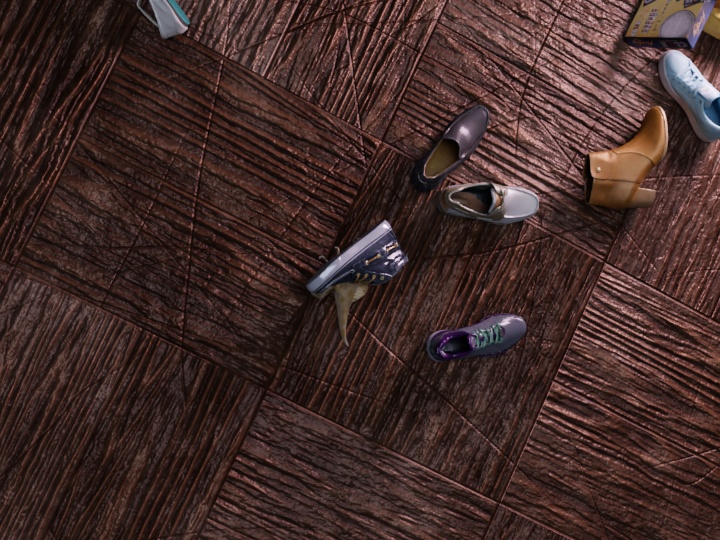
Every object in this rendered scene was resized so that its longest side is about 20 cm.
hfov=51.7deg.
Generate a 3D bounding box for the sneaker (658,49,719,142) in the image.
[{"bbox_3d":[0.656,-0.345,1.432,0.074,0.082,0.201,-37,94,-7],"label":"sneaker"}]

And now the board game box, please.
[{"bbox_3d":[0.605,-0.517,1.404,0.034,0.135,0.203,30,86,-39],"label":"board game box"}]

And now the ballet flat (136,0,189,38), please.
[{"bbox_3d":[-0.380,-0.502,1.316,0.069,0.069,0.202,-31,94,-6],"label":"ballet flat"}]

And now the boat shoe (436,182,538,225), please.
[{"bbox_3d":[0.244,-0.125,1.383,0.196,0.068,0.076,-1,90,-7],"label":"boat shoe"}]

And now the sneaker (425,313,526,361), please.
[{"bbox_3d":[0.222,0.131,1.368,0.196,0.088,0.076,-16,91,-7],"label":"sneaker"}]

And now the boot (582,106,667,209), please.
[{"bbox_3d":[0.500,-0.219,1.415,0.141,0.071,0.206,6,93,-10],"label":"boot"}]

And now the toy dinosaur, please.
[{"bbox_3d":[-0.037,0.033,1.352,0.099,0.058,0.204,12,88,-8],"label":"toy dinosaur"}]

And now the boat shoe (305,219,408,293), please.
[{"bbox_3d":[0.000,0.000,1.311,0.199,0.071,0.092,-38,97,-25],"label":"boat shoe"}]

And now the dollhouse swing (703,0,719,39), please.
[{"bbox_3d":[0.769,-0.554,1.403,0.179,0.176,0.203,23,86,-6],"label":"dollhouse swing"}]

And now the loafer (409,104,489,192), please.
[{"bbox_3d":[0.174,-0.228,1.374,0.072,0.072,0.201,39,84,-4],"label":"loafer"}]
